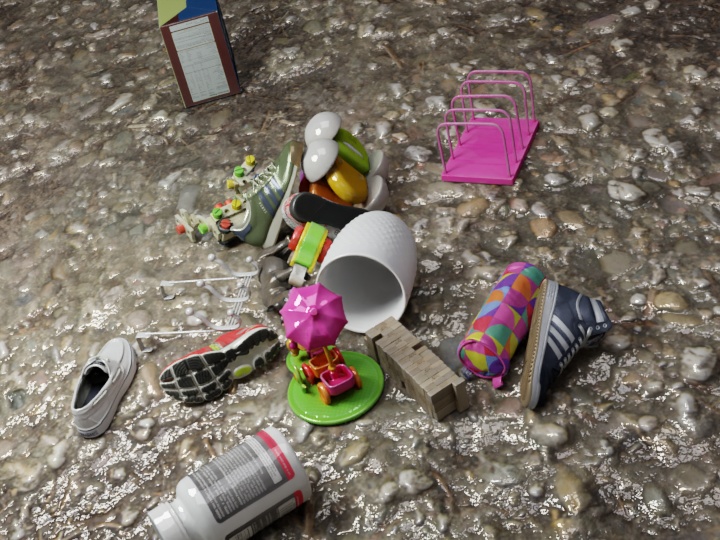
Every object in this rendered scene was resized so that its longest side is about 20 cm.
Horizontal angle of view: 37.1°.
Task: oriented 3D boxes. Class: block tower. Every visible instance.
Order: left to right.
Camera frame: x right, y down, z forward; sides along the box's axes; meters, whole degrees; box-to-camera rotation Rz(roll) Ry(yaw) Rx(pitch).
[{"bbox_3d":[0.078,0.141,1.572,0.057,0.055,0.200,-30,40,-19],"label":"block tower"}]

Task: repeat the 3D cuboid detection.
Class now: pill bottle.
[{"bbox_3d":[-0.172,0.300,1.403,0.198,0.112,0.111,-29,40,-19],"label":"pill bottle"}]

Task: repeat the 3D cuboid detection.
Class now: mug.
[{"bbox_3d":[0.000,0.000,1.720,0.199,0.148,0.176,-31,21,30],"label":"mug"}]

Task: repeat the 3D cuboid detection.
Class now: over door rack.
[{"bbox_3d":[-0.273,0.047,1.762,0.198,0.067,0.149,-14,35,22],"label":"over door rack"}]

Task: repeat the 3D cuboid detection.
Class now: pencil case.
[{"bbox_3d":[0.214,0.077,1.591,0.087,0.089,0.201,11,46,29],"label":"pencil case"}]

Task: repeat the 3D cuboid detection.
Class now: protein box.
[{"bbox_3d":[-0.364,-0.513,2.415,0.133,0.202,0.200,-15,37,-2],"label":"protein box"}]

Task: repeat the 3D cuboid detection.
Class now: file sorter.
[{"bbox_3d":[0.236,-0.270,1.982,0.137,0.127,0.201,5,41,24],"label":"file sorter"}]

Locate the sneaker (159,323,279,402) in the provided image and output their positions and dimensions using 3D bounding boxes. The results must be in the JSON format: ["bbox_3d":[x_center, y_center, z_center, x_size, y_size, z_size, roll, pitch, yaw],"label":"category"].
[{"bbox_3d":[-0.220,0.141,1.668,0.198,0.078,0.085,-22,19,-18],"label":"sneaker"}]

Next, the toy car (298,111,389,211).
[{"bbox_3d":[-0.047,-0.171,1.946,0.150,0.174,0.201,-40,28,30],"label":"toy car"}]

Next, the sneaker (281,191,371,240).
[{"bbox_3d":[-0.041,-0.080,1.843,0.108,0.199,0.068,0,70,70],"label":"sneaker"}]

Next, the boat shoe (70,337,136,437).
[{"bbox_3d":[-0.403,0.167,1.681,0.072,0.066,0.201,-8,38,8],"label":"boat shoe"}]

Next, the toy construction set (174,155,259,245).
[{"bbox_3d":[-0.245,-0.116,1.967,0.199,0.092,0.131,-34,66,-13],"label":"toy construction set"}]

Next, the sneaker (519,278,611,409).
[{"bbox_3d":[0.293,0.113,1.525,0.107,0.070,0.202,17,61,-1],"label":"sneaker"}]

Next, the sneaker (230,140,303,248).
[{"bbox_3d":[-0.169,-0.139,1.877,0.089,0.203,0.067,16,11,-12],"label":"sneaker"}]

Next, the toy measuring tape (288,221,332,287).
[{"bbox_3d":[-0.083,-0.033,1.709,0.072,0.075,0.200,-9,16,6],"label":"toy measuring tape"}]

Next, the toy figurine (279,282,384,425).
[{"bbox_3d":[-0.065,0.093,1.570,0.149,0.186,0.200,-25,38,-15],"label":"toy figurine"}]

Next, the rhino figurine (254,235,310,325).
[{"bbox_3d":[-0.130,0.021,1.781,0.087,0.060,0.201,-32,37,10],"label":"rhino figurine"}]
